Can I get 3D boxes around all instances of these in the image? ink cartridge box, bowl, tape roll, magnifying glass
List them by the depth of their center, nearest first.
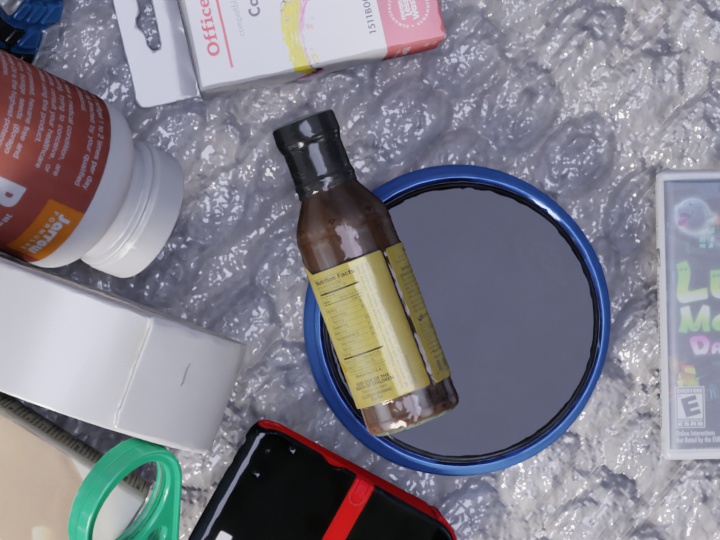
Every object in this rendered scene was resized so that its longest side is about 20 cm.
[{"bbox_3d":[-0.171,0.044,1.351,0.202,0.202,0.071,21,88,-3],"label":"tape roll"},{"bbox_3d":[-0.127,0.163,1.365,0.022,0.200,0.080,31,71,28],"label":"magnifying glass"},{"bbox_3d":[-0.057,-0.178,1.424,0.199,0.067,0.117,-13,91,-3],"label":"ink cartridge box"},{"bbox_3d":[0.063,0.033,1.446,0.200,0.039,0.201,0,90,-3],"label":"bowl"}]

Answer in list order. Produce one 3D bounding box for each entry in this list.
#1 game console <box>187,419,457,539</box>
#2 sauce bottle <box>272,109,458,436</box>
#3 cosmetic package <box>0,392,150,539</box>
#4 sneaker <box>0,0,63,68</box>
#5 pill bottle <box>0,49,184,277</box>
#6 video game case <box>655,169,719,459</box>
[{"bbox_3d":[-0.044,0.213,1.413,0.177,0.031,0.200,30,87,-25],"label":"game console"},{"bbox_3d":[0.000,0.000,1.391,0.065,0.065,0.201,-19,90,-3],"label":"sauce bottle"},{"bbox_3d":[-0.232,0.114,1.397,0.200,0.105,0.071,32,88,-1],"label":"cosmetic package"},{"bbox_3d":[-0.228,-0.189,1.424,0.087,0.075,0.200,32,95,30],"label":"sneaker"},{"bbox_3d":[-0.211,-0.069,1.363,0.200,0.112,0.113,25,88,-33],"label":"pill bottle"},{"bbox_3d":[0.287,0.026,1.423,0.199,0.023,0.183,-1,88,-1],"label":"video game case"}]
